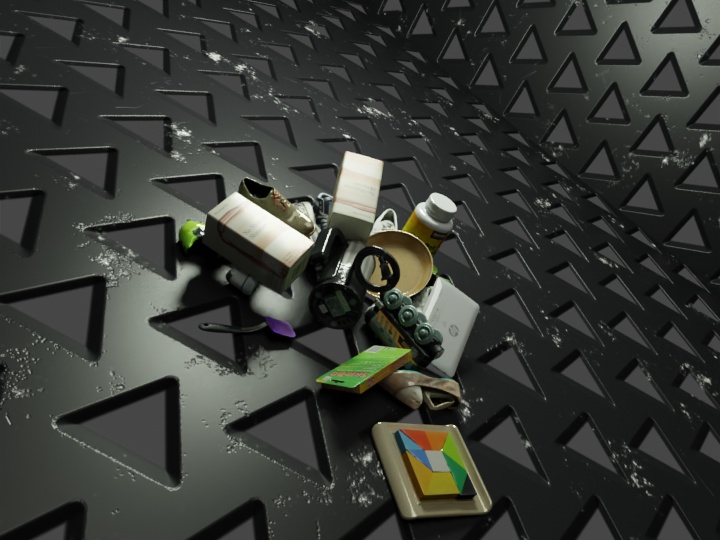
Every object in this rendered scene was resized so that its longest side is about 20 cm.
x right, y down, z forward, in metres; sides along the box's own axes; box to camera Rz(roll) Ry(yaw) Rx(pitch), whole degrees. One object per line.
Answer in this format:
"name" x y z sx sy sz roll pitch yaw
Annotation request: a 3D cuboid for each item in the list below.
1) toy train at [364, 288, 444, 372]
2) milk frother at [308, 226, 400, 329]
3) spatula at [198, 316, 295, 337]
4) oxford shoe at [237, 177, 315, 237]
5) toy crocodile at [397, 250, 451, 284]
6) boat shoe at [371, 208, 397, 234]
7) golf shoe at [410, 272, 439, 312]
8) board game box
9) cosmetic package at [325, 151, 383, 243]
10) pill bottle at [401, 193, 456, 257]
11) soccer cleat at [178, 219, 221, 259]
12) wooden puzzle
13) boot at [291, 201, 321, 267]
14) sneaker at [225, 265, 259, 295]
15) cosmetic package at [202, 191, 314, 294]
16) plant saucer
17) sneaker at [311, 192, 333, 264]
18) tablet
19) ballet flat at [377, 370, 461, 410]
"toy train" 0.090 0.129 1.308 0.200 0.114 0.085 48 7 28
"milk frother" 0.000 0.000 1.309 0.197 0.182 0.189 -1 32 13
"spatula" -0.214 0.110 1.167 0.198 0.021 0.057 2 30 -34
"oxford shoe" -0.189 -0.139 1.364 0.198 0.075 0.071 26 54 1
"toy crocodile" 0.134 0.009 1.545 0.198 0.068 0.062 28 36 -2
"boat shoe" 0.062 -0.103 1.628 0.073 0.066 0.201 24 32 -13
"golf shoe" 0.154 0.082 1.436 0.078 0.098 0.201 20 36 -19
"board game box" 0.009 0.193 1.189 0.095 0.030 0.199 1 12 37
"cosmetic package" -0.013 -0.170 1.431 0.102 0.088 0.202 14 53 -8
"pill bottle" 0.167 -0.098 1.588 0.108 0.201 0.110 20 34 -15
"soccer cleat" -0.288 -0.063 1.306 0.198 0.068 0.082 -2 55 -32
"wooden puzzle" 0.132 0.356 1.112 0.198 0.037 0.186 8 40 -31
"boot" -0.174 -0.090 1.427 0.152 0.074 0.205 4 44 -26
"sneaker" -0.221 -0.030 1.299 0.070 0.073 0.201 32 33 -5
"cosmetic package" -0.205 -0.056 1.225 0.199 0.088 0.104 31 44 7
"plant saucer" 0.076 -0.007 1.480 0.197 0.036 0.202 -1 57 2
"sneaker" -0.074 -0.103 1.482 0.069 0.109 0.201 4 42 -35
"tablet" 0.193 0.127 1.390 0.129 0.014 0.201 35 60 -11
"ballet flat" 0.126 0.246 1.229 0.198 0.068 0.068 11 45 -26
